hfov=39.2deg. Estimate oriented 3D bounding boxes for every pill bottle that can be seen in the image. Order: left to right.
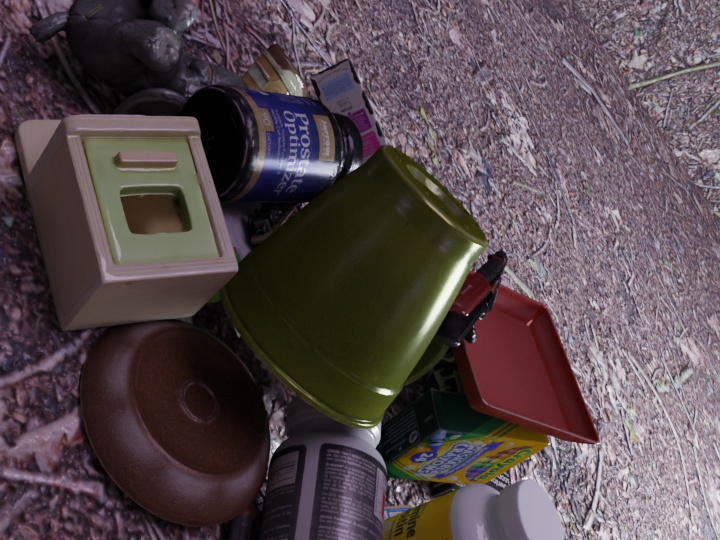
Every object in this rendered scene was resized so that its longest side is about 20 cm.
[{"bbox_3d":[-0.088,-0.126,1.044,0.198,0.111,0.114,-5,70,-52],"label":"pill bottle"},{"bbox_3d":[-0.034,0.220,0.925,0.116,0.115,0.203,38,44,-35],"label":"pill bottle"},{"bbox_3d":[0.093,0.274,0.978,0.112,0.198,0.113,37,36,-34],"label":"pill bottle"}]

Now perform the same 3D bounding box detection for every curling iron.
[{"bbox_3d":[-0.115,0.220,0.906,0.049,0.025,0.203,31,42,-33],"label":"curling iron"}]

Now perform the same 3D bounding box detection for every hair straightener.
[{"bbox_3d":[0.113,0.032,1.045,0.040,0.078,0.200,20,26,12],"label":"hair straightener"}]

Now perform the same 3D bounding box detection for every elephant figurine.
[{"bbox_3d":[-0.204,-0.198,1.023,0.143,0.153,0.201,-57,159,-25],"label":"elephant figurine"}]

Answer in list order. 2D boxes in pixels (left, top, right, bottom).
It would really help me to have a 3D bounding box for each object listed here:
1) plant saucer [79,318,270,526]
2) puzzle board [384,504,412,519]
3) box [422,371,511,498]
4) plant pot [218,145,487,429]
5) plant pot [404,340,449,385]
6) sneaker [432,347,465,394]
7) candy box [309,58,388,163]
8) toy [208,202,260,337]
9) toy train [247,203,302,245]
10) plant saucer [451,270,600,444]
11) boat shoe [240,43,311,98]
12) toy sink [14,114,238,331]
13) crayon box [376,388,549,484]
[{"bbox_3d":[-0.150,0.122,0.892,0.199,0.037,0.203,32,38,-29],"label":"plant saucer"},{"bbox_3d":[0.015,0.321,1.035,0.199,0.017,0.153,14,53,-53],"label":"puzzle board"},{"bbox_3d":[0.138,0.213,1.293,0.142,0.036,0.203,33,43,-39],"label":"box"},{"bbox_3d":[0.008,0.001,0.912,0.200,0.193,0.201,40,15,-13],"label":"plant pot"},{"bbox_3d":[0.000,0.000,1.126,0.200,0.199,0.186,43,24,-28],"label":"plant pot"},{"bbox_3d":[0.109,0.094,1.246,0.090,0.077,0.204,-72,145,-76],"label":"sneaker"},{"bbox_3d":[0.006,-0.156,1.311,0.136,0.060,0.203,56,10,-83],"label":"candy box"},{"bbox_3d":[-0.134,-0.013,1.032,0.200,0.046,0.117,-69,138,-73],"label":"toy"},{"bbox_3d":[-0.090,-0.058,1.116,0.200,0.033,0.047,-68,146,-74],"label":"toy train"},{"bbox_3d":[0.166,0.098,1.133,0.198,0.037,0.202,23,38,-37],"label":"plant saucer"},{"bbox_3d":[-0.090,-0.188,1.239,0.072,0.076,0.201,51,-3,40],"label":"boat shoe"},{"bbox_3d":[-0.205,-0.066,0.879,0.129,0.112,0.203,-4,68,-38],"label":"toy sink"},{"bbox_3d":[0.123,0.194,1.147,0.197,0.126,0.052,12,52,-35],"label":"crayon box"}]
